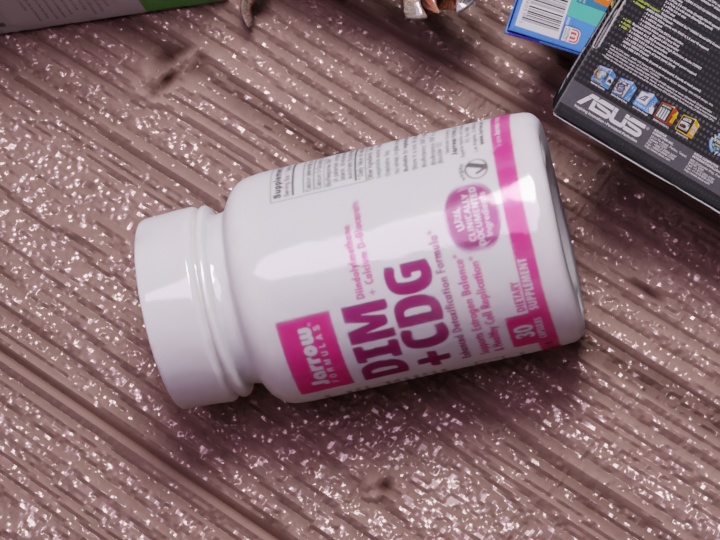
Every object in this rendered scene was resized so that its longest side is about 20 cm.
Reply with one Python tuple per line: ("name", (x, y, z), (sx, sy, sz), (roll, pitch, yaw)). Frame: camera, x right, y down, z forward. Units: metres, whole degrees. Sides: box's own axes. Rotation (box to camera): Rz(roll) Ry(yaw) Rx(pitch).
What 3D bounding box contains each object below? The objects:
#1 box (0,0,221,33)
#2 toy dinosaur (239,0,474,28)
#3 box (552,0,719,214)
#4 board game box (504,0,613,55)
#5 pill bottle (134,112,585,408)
("box", (-0.181, -0.168, 1.359), (0.199, 0.144, 0.036), (-6, 70, 9))
("toy dinosaur", (-0.017, -0.208, 1.354), (0.135, 0.086, 0.200), (-19, 87, 3))
("box", (0.213, -0.093, 1.238), (0.200, 0.044, 0.160), (30, 101, -1))
("board game box", (0.186, -0.157, 1.274), (0.200, 0.045, 0.152), (19, 101, 3))
("pill bottle", (0.000, 0.000, 1.276), (0.200, 0.113, 0.114), (-13, 68, 8))
